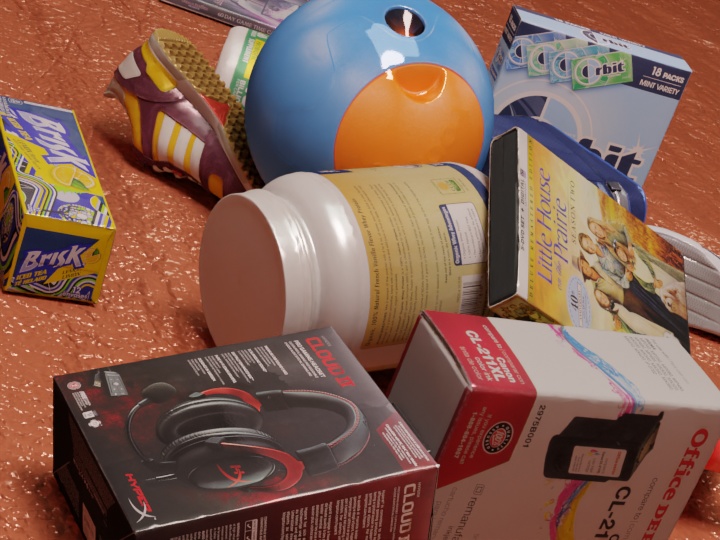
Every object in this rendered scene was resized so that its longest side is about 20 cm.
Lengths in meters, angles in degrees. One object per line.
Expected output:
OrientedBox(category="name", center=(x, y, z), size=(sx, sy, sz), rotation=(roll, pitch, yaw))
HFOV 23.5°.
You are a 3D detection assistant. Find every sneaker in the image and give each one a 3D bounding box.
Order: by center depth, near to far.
OrientedBox(category="sneaker", center=(-0.135, -0.101, 1.449), size=(0.201, 0.090, 0.075), rotation=(56, 25, 13))
OrientedBox(category="sneaker", center=(0.318, 0.022, 1.559), size=(0.199, 0.073, 0.071), rotation=(32, 15, 3))

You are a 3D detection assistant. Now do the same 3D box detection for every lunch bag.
OrientedBox(category="lunch bag", center=(0.149, -0.045, 1.464), size=(0.131, 0.137, 0.200), rotation=(1, 30, -37))

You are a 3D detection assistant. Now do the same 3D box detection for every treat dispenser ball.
OrientedBox(category="treat dispenser ball", center=(0.007, -0.125, 1.380), size=(0.199, 0.202, 0.201), rotation=(17, 24, -8))

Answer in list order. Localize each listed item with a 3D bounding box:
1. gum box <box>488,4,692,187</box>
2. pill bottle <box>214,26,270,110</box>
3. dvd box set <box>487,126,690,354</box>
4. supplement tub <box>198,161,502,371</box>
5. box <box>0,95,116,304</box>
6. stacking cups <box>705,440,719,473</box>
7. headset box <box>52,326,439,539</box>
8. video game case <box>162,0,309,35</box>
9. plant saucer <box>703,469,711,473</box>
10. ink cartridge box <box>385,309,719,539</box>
OrientedBox(category="gum box", center=(0.183, -0.120, 1.574), size=(0.168, 0.201, 0.045), rotation=(15, 24, -14))
OrientedBox(category="pill bottle", center=(-0.037, -0.133, 1.532), size=(0.198, 0.114, 0.113), rotation=(19, 23, -5))
OrientedBox(category="dvd box set", center=(0.166, 0.005, 1.237), size=(0.199, 0.029, 0.147), rotation=(33, 45, -34))
OrientedBox(category="supplement tub", center=(0.000, 0.000, 1.225), size=(0.199, 0.145, 0.144), rotation=(-6, 34, -34))
OrientedBox(category="box", center=(-0.234, -0.056, 1.270), size=(0.070, 0.065, 0.200), rotation=(10, 25, -24))
OrientedBox(category="stacking cups", center=(0.183, 0.101, 1.185), size=(0.198, 0.061, 0.061), rotation=(17, 23, -12))
OrientedBox(category="headset box", center=(-0.059, 0.111, 0.983), size=(0.198, 0.076, 0.149), rotation=(-9, 34, -24))
OrientedBox(category="video game case", center=(-0.116, -0.293, 1.932), size=(0.198, 0.019, 0.143), rotation=(20, 23, -4))
OrientedBox(category="plant saucer", center=(0.176, 0.106, 1.287), size=(0.199, 0.039, 0.201), rotation=(18, 24, -8))
OrientedBox(category="ink cartridge box", center=(0.112, 0.114, 1.081), size=(0.198, 0.147, 0.083), rotation=(7, 29, -28))
